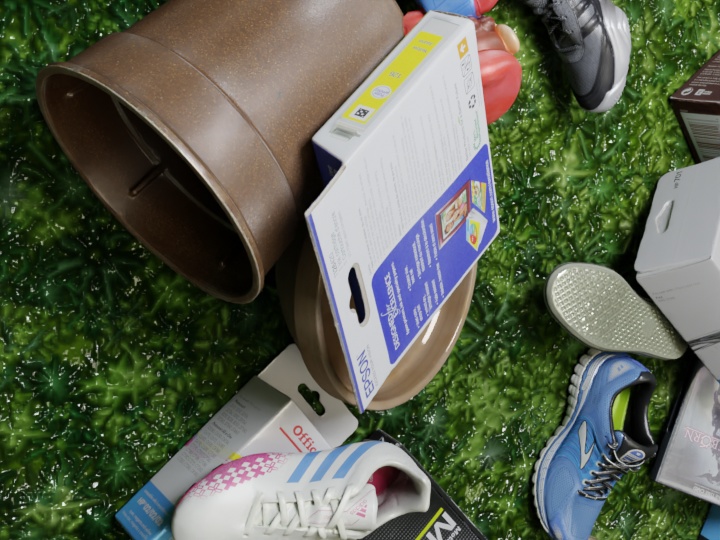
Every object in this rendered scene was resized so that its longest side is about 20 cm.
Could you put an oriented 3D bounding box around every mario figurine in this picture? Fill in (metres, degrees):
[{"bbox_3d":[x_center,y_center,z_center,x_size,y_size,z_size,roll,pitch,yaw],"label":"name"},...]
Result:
[{"bbox_3d":[0.069,-0.211,0.877,0.106,0.123,0.201,-26,103,-39],"label":"mario figurine"}]

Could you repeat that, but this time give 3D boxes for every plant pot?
[{"bbox_3d":[0.000,0.000,0.871,0.200,0.092,0.202,-20,117,-46],"label":"plant pot"},{"bbox_3d":[-0.078,-0.118,0.758,0.198,0.200,0.201,-47,122,-21],"label":"plant pot"}]

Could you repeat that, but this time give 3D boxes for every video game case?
[{"bbox_3d":[0.401,0.150,1.179,0.142,0.019,0.201,22,84,-14],"label":"video game case"}]

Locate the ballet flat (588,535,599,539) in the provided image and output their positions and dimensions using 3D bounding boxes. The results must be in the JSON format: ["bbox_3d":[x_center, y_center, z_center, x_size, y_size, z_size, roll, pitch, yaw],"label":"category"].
[{"bbox_3d":[0.175,0.329,1.093,0.199,0.071,0.071,-27,115,-23],"label":"ballet flat"}]

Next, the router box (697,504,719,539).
[{"bbox_3d":[0.464,0.289,1.181,0.051,0.200,0.150,22,90,-35],"label":"router box"}]

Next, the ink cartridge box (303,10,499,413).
[{"bbox_3d":[0.024,-0.038,0.761,0.200,0.047,0.198,-48,145,-30],"label":"ink cartridge box"}]

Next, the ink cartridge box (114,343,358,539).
[{"bbox_3d":[-0.080,0.170,0.893,0.200,0.068,0.115,-45,121,-15],"label":"ink cartridge box"}]

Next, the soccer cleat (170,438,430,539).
[{"bbox_3d":[-0.039,0.171,0.826,0.199,0.086,0.070,-11,108,-29],"label":"soccer cleat"}]

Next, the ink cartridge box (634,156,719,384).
[{"bbox_3d":[0.363,0.011,1.077,0.200,0.086,0.147,47,50,-27],"label":"ink cartridge box"}]

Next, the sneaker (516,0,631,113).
[{"bbox_3d":[0.158,-0.225,0.940,0.113,0.075,0.201,-18,105,-26],"label":"sneaker"}]

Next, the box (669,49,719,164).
[{"bbox_3d":[0.410,-0.189,1.104,0.200,0.075,0.100,-44,120,-17],"label":"box"}]

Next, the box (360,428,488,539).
[{"bbox_3d":[0.011,0.274,0.989,0.200,0.047,0.193,-46,119,-13],"label":"box"}]

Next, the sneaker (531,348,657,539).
[{"bbox_3d":[0.231,0.177,1.074,0.078,0.089,0.201,13,95,-32],"label":"sneaker"}]

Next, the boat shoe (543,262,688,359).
[{"bbox_3d":[0.236,0.039,1.058,0.199,0.062,0.075,18,91,-38],"label":"boat shoe"}]
